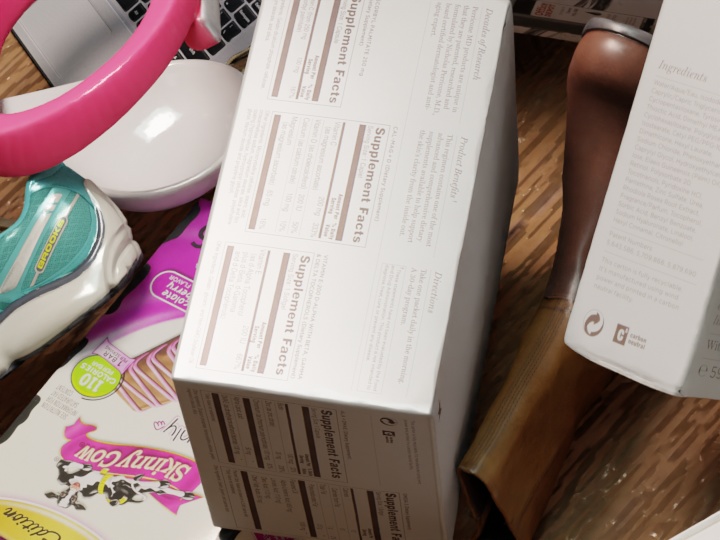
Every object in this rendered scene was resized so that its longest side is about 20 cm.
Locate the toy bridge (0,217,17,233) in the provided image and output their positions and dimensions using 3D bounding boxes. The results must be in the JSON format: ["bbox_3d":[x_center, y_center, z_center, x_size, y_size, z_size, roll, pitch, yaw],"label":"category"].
[{"bbox_3d":[-0.235,0.006,1.397,0.199,0.027,0.067,-16,50,6],"label":"toy bridge"}]

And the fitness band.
[{"bbox_3d":[-0.140,-0.120,1.326,0.143,0.037,0.200,-26,33,10],"label":"fitness band"}]

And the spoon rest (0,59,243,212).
[{"bbox_3d":[-0.145,-0.059,1.349,0.199,0.061,0.100,-13,43,17],"label":"spoon rest"}]

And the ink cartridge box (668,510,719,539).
[{"bbox_3d":[0.164,0.209,1.093,0.146,0.084,0.200,-28,51,-4],"label":"ink cartridge box"}]

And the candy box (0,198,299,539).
[{"bbox_3d":[-0.078,0.076,1.277,0.136,0.061,0.200,26,67,30],"label":"candy box"}]

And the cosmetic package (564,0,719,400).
[{"bbox_3d":[0.167,-0.048,1.151,0.074,0.101,0.201,24,101,42],"label":"cosmetic package"}]

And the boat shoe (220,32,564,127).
[{"bbox_3d":[0.013,-0.121,1.384,0.202,0.075,0.075,-24,46,0],"label":"boat shoe"}]

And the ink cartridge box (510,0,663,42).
[{"bbox_3d":[0.124,-0.169,1.282,0.199,0.147,0.083,7,71,-13],"label":"ink cartridge box"}]

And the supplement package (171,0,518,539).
[{"bbox_3d":[0.000,0.000,1.177,0.110,0.156,0.201,8,63,9],"label":"supplement package"}]

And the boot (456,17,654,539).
[{"bbox_3d":[0.086,0.009,1.195,0.068,0.189,0.200,25,63,18],"label":"boot"}]

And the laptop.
[{"bbox_3d":[-0.123,-0.198,1.429,0.200,0.116,0.187,-40,52,3],"label":"laptop"}]

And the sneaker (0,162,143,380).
[{"bbox_3d":[-0.196,0.021,1.313,0.200,0.078,0.080,-37,93,15],"label":"sneaker"}]
